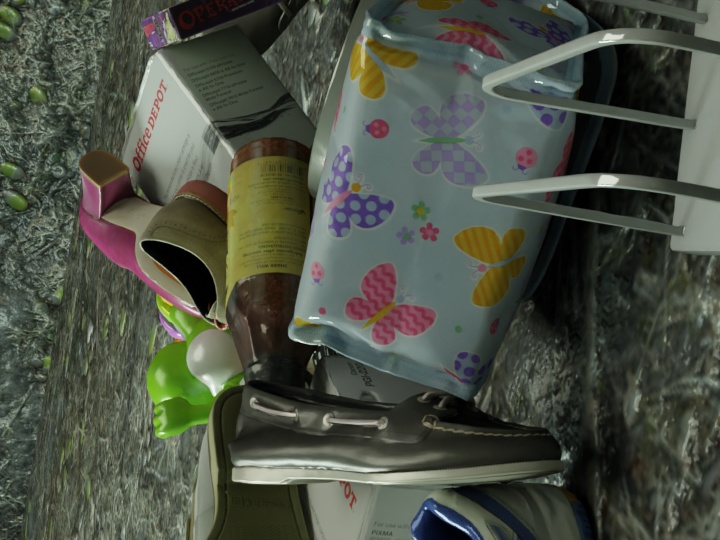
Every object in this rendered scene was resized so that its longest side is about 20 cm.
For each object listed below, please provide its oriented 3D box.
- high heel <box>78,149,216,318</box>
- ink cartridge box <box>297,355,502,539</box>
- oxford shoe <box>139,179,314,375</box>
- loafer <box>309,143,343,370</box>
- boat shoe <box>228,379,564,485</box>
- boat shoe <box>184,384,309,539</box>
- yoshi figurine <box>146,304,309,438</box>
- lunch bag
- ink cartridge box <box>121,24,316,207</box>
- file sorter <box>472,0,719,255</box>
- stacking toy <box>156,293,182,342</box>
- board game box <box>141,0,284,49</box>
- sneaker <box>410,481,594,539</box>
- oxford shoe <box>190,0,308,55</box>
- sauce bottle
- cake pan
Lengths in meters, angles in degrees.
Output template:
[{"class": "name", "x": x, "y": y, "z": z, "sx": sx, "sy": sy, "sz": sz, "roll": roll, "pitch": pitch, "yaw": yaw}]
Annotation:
[{"class": "high heel", "x": -0.163, "y": -0.007, "z": 1.017, "sx": 0.200, "sy": 0.067, "sz": 0.096, "roll": 38, "pitch": 148, "yaw": 29}, {"class": "ink cartridge box", "x": 0.002, "y": 0.173, "z": 0.786, "sx": 0.146, "sy": 0.084, "sz": 0.202, "roll": -122, "pitch": 42, "yaw": -62}, {"class": "oxford shoe", "x": -0.075, "y": 0.029, "z": 0.914, "sx": 0.075, "sy": 0.200, "sz": 0.071, "roll": -47, "pitch": -2, "yaw": -40}, {"class": "loafer", "x": 0.000, "y": 0.000, "z": 0.879, "sx": 0.068, "sy": 0.070, "sz": 0.202, "roll": 126, "pitch": 144, "yaw": -61}, {"class": "boat shoe", "x": 0.009, "y": 0.078, "z": 0.647, "sx": 0.199, "sy": 0.067, "sz": 0.058, "roll": -8, "pitch": 79, "yaw": 38}, {"class": "boat shoe", "x": -0.069, "y": 0.170, "z": 0.771, "sx": 0.069, "sy": 0.074, "sz": 0.201, "roll": 111, "pitch": 165, "yaw": -48}, {"class": "yoshi figurine", "x": -0.097, "y": 0.112, "z": 0.974, "sx": 0.201, "sy": 0.111, "sz": 0.113, "roll": 54, "pitch": 167, "yaw": 28}, {"class": "lunch bag", "x": 0.053, "y": -0.059, "z": 0.664, "sx": 0.200, "sy": 0.126, "sz": 0.171, "roll": -63, "pitch": -11, "yaw": -66}, {"class": "ink cartridge box", "x": -0.092, "y": -0.067, "z": 1.012, "sx": 0.201, "sy": 0.083, "sz": 0.145, "roll": 53, "pitch": 145, "yaw": 16}, {"class": "file sorter", "x": 0.125, "y": -0.113, "z": 0.481, "sx": 0.139, "sy": 0.123, "sz": 0.202, "roll": -178, "pitch": 94, "yaw": -71}, {"class": "stacking toy", "x": -0.167, "y": 0.028, "z": 1.289, "sx": 0.110, "sy": 0.115, "sz": 0.201, "roll": -82, "pitch": 4, "yaw": -55}, {"class": "board game box", "x": -0.060, "y": -0.213, "z": 0.959, "sx": 0.033, "sy": 0.199, "sz": 0.120, "roll": 68, "pitch": 164, "yaw": -9}, {"class": "sneaker", "x": 0.070, "y": 0.189, "z": 0.580, "sx": 0.201, "sy": 0.087, "sz": 0.076, "roll": -102, "pitch": 29, "yaw": -42}, {"class": "oxford shoe", "x": -0.064, "y": -0.241, "z": 1.055, "sx": 0.200, "sy": 0.075, "sz": 0.058, "roll": -47, "pitch": 27, "yaw": -6}, {"class": "sauce bottle", "x": -0.055, "y": 0.012, "z": 0.810, "sx": 0.066, "sy": 0.065, "sz": 0.202, "roll": 124, "pitch": 151, "yaw": -52}, {"class": "cake pan", "x": 0.015, "y": -0.123, "z": 0.803, "sx": 0.200, "sy": 0.036, "sz": 0.202, "roll": 21, "pitch": -90, "yaw": -85}]
